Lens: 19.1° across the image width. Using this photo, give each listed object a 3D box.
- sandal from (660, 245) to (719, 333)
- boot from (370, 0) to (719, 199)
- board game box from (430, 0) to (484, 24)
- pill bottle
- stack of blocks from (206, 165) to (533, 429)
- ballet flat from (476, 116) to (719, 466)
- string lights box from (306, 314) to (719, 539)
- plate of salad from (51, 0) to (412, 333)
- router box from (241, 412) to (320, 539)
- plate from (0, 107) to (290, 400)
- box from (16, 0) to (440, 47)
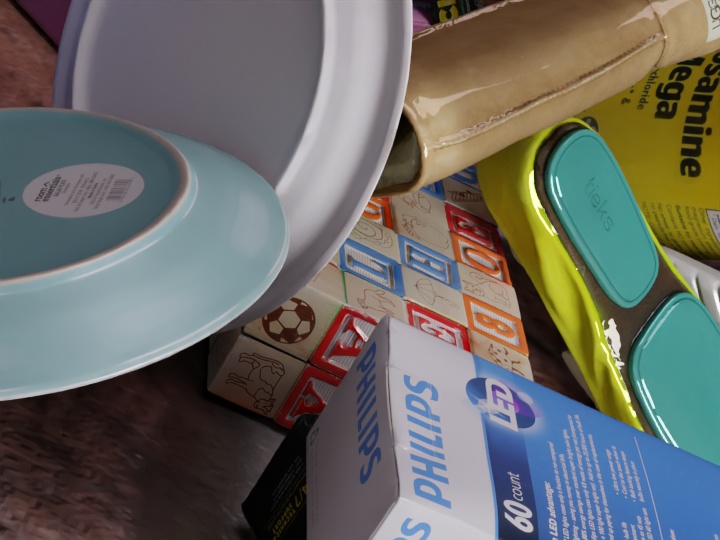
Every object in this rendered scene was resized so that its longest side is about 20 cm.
[{"bbox_3d":[0.176,0.028,0.977,0.202,0.083,0.050,18,36,32],"label":"sandal"},{"bbox_3d":[0.047,-0.091,0.893,0.200,0.066,0.175,-26,14,-31],"label":"boot"},{"bbox_3d":[0.066,-0.167,1.037,0.023,0.201,0.105,-9,-1,42],"label":"board game box"},{"bbox_3d":[0.189,-0.055,0.990,0.200,0.113,0.112,8,3,44],"label":"pill bottle"},{"bbox_3d":[0.000,0.000,0.900,0.115,0.059,0.200,25,24,-15],"label":"stack of blocks"},{"bbox_3d":[0.109,0.017,0.937,0.067,0.067,0.200,-44,116,-30],"label":"ballet flat"},{"bbox_3d":[0.083,0.099,0.677,0.200,0.059,0.103,25,27,-14],"label":"string lights box"},{"bbox_3d":[-0.048,-0.074,0.815,0.048,0.200,0.200,10,31,-46],"label":"plate of salad"},{"bbox_3d":[0.074,0.125,0.750,0.200,0.051,0.149,11,32,-38],"label":"router box"},{"bbox_3d":[-0.123,-0.017,0.714,0.200,0.026,0.200,-2,27,1],"label":"plate"},{"bbox_3d":[-0.062,-0.138,1.056,0.176,0.097,0.200,0,37,-49],"label":"box"}]
